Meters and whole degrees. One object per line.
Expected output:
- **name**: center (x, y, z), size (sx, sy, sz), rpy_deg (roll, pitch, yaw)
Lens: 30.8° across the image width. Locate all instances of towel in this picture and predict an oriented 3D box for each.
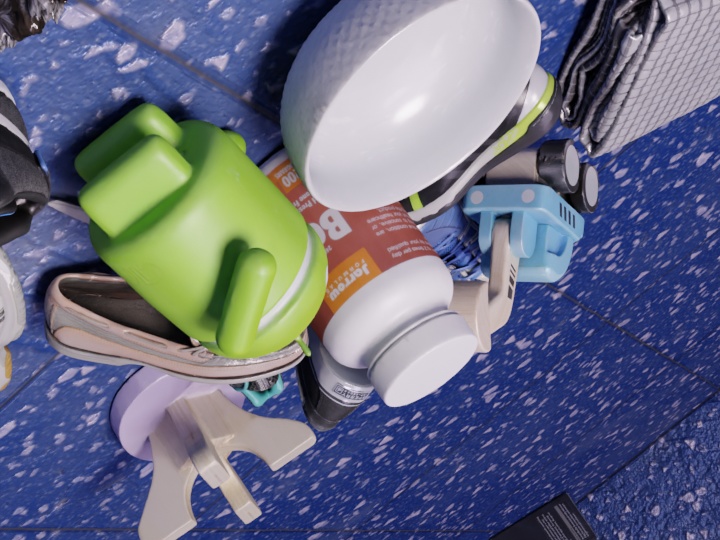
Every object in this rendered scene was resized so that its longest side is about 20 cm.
- **towel**: center (0.266, -0.205, 1.137), size (0.165, 0.086, 0.200), rpy_deg (-25, 156, -21)

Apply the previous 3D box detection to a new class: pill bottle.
- **pill bottle**: center (0.000, 0.000, 1.003), size (0.112, 0.201, 0.112), rpy_deg (-29, 156, -15)

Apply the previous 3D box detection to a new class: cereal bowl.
- **cereal bowl**: center (0.024, -0.140, 0.917), size (0.199, 0.083, 0.201), rpy_deg (-30, 154, -17)

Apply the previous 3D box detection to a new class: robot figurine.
- **robot figurine**: center (-0.101, -0.019, 0.883), size (0.115, 0.176, 0.200), rpy_deg (-37, 126, 10)

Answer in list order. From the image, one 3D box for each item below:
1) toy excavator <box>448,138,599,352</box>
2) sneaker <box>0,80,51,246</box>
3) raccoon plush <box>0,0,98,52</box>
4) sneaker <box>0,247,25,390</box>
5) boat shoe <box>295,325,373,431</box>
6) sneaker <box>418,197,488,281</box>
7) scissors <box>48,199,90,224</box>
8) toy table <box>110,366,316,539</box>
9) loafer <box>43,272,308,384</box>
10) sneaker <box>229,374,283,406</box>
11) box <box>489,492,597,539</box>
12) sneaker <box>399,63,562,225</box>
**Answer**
- **toy excavator**: center (0.133, -0.017, 1.140), size (0.099, 0.202, 0.194), rpy_deg (0, 167, 27)
- **sneaker**: center (-0.239, -0.062, 0.672), size (0.073, 0.112, 0.199), rpy_deg (-48, 154, 25)
- **raccoon plush**: center (-0.116, -0.188, 0.688), size (0.199, 0.098, 0.134), rpy_deg (-15, -176, 32)
- **sneaker**: center (-0.274, 0.037, 0.854), size (0.087, 0.076, 0.201), rpy_deg (-22, 152, -30)
- **boat shoe**: center (-0.028, 0.050, 1.089), size (0.073, 0.200, 0.068), rpy_deg (19, 124, -27)
- **sneaker**: center (0.092, -0.031, 1.217), size (0.076, 0.077, 0.200), rpy_deg (-43, 159, 18)
- **scissors**: center (-0.165, -0.023, 0.963), size (0.073, 0.014, 0.199), rpy_deg (-34, 158, 34)
- **toy table**: center (-0.145, 0.164, 1.221), size (0.183, 0.117, 0.200), rpy_deg (-38, 156, 5)
- **loafer**: center (-0.134, 0.038, 0.966), size (0.198, 0.072, 0.063), rpy_deg (5, 146, -7)
- **sneaker**: center (-0.097, 0.056, 1.100), size (0.077, 0.092, 0.200), rpy_deg (-31, 161, -7)
- **box**: center (0.364, 0.587, 2.716), size (0.199, 0.118, 0.197), rpy_deg (-27, 155, -17)
- **sneaker**: center (0.075, -0.118, 1.084), size (0.200, 0.072, 0.083), rpy_deg (-38, 120, 25)
